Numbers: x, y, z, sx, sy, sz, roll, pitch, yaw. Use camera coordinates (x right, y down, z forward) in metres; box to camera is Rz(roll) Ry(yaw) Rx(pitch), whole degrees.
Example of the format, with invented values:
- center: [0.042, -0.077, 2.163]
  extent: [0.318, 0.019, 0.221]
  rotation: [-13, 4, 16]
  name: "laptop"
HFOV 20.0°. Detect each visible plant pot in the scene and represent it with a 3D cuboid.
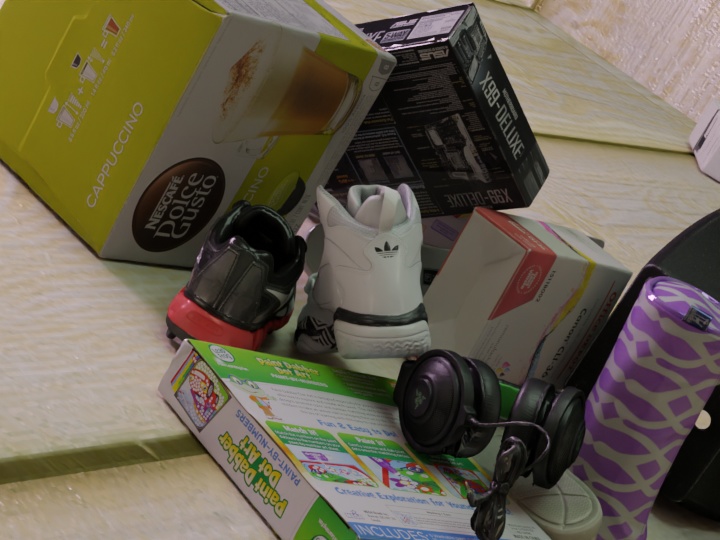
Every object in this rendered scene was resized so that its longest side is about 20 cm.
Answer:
- center: [0.281, 0.081, 1.618]
  extent: [0.199, 0.201, 0.177]
  rotation: [44, 26, 26]
  name: "plant pot"

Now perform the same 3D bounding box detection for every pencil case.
- center: [0.197, 0.101, 1.409]
  extent: [0.085, 0.201, 0.084]
  rotation: [25, 22, -1]
  name: "pencil case"

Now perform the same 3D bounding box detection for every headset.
- center: [0.081, 0.107, 1.285]
  extent: [0.122, 0.095, 0.200]
  rotation: [16, 5, -6]
  name: "headset"

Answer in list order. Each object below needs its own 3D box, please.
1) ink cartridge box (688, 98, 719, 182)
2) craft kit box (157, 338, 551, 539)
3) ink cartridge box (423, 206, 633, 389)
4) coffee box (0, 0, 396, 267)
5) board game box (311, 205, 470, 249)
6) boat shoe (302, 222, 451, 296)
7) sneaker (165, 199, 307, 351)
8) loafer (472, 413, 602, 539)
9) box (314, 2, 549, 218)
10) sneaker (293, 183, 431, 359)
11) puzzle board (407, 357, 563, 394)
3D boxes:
- center: [0.598, -0.178, 3.172]
  extent: [0.144, 0.085, 0.200]
  rotation: [30, 17, -6]
  name: "ink cartridge box"
- center: [0.002, 0.126, 1.259]
  extent: [0.199, 0.049, 0.198]
  rotation: [14, 26, -46]
  name: "craft kit box"
- center: [0.138, 0.026, 1.612]
  extent: [0.067, 0.117, 0.199]
  rotation: [39, 18, 33]
  name: "ink cartridge box"
- center: [-0.138, -0.137, 1.499]
  extent: [0.200, 0.201, 0.197]
  rotation: [42, 20, 32]
  name: "coffee box"
- center: [0.038, -0.083, 1.705]
  extent: [0.152, 0.200, 0.040]
  rotation: [31, 57, -3]
  name: "board game box"
- center: [0.033, 0.005, 1.651]
  extent: [0.198, 0.071, 0.064]
  rotation: [14, -11, -26]
  name: "boat shoe"
- center: [-0.072, -0.002, 1.406]
  extent: [0.070, 0.098, 0.200]
  rotation: [30, 15, 3]
  name: "sneaker"
- center: [0.093, 0.141, 1.375]
  extent: [0.071, 0.063, 0.200]
  rotation: [-15, 34, -22]
  name: "loafer"
- center: [0.028, -0.115, 1.583]
  extent: [0.158, 0.199, 0.050]
  rotation: [61, 43, -28]
  name: "box"
- center: [0.000, 0.000, 1.401]
  extent: [0.074, 0.116, 0.200]
  rotation: [-2, 0, -14]
  name: "sneaker"
- center: [0.126, 0.105, 1.592]
  extent: [0.199, 0.017, 0.151]
  rotation: [23, 18, -30]
  name: "puzzle board"
